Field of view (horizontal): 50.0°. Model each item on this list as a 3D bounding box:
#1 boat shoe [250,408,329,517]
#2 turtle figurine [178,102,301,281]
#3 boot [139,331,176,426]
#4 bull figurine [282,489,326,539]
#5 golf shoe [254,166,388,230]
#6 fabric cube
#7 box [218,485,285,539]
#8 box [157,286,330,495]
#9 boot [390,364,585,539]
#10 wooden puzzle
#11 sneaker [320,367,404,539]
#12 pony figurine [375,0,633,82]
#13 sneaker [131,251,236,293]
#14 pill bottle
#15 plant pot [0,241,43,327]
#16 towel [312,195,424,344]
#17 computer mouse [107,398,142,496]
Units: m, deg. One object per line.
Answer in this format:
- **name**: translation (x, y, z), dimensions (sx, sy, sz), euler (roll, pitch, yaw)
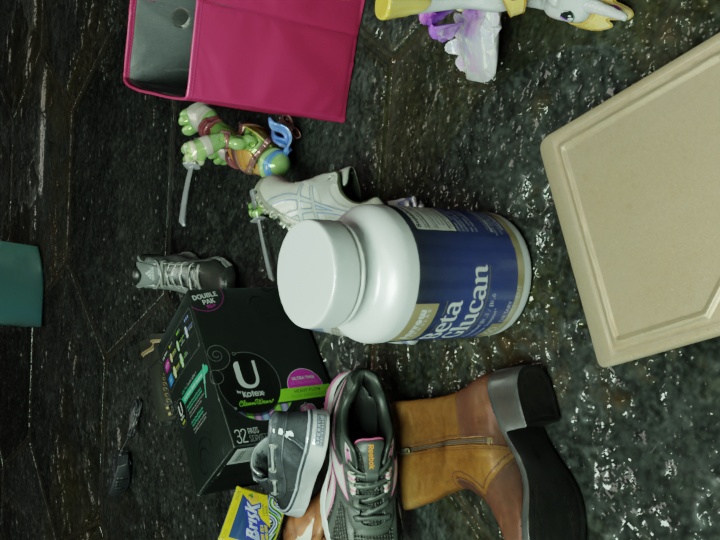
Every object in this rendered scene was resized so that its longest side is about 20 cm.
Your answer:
- **boat shoe**: translation (-0.078, 0.195, 0.780), dimensions (0.200, 0.067, 0.072), euler (109, 167, -56)
- **turtle figurine**: translation (-0.175, -0.122, 0.973), dimensions (0.194, 0.143, 0.201), euler (43, 120, 49)
- **boot**: translation (-0.280, 0.163, 1.180), dimensions (0.200, 0.077, 0.140), euler (151, 109, -64)
- **bull figurine**: translation (-0.036, 0.275, 0.828), dimensions (0.200, 0.065, 0.122), euler (-54, 10, 48)
- **golf shoe**: translation (-0.037, -0.071, 0.821), dimensions (0.200, 0.078, 0.098), euler (39, 104, 41)
- **fabric cube**: translation (-0.133, -0.285, 0.870), dimensions (0.196, 0.198, 0.202), euler (25, 110, 50)
- **box**: translation (-0.133, 0.341, 0.913), dimensions (0.070, 0.064, 0.201), euler (-74, -2, -47)
- **box**: translation (-0.133, 0.134, 0.906), dimensions (0.125, 0.148, 0.201), euler (-53, 50, 40)
- **boot**: translation (0.090, 0.192, 0.673), dimensions (0.200, 0.068, 0.190), euler (-31, 65, 50)
- **wooden puzzle**: translation (0.218, -0.044, 0.533), dimensions (0.200, 0.037, 0.187), euler (-32, 65, 54)
- **sneaker**: translation (0.001, 0.186, 0.725), dimensions (0.086, 0.080, 0.202), euler (115, 146, -67)
- **pony figurine**: translation (0.089, -0.225, 0.607), dimensions (0.193, 0.198, 0.168), euler (-125, 41, -59)
- **sneaker**: translation (-0.267, 0.013, 1.116), dimensions (0.199, 0.115, 0.076), euler (9, 97, 53)
- **pill bottle**: translation (0.037, 0.003, 0.635), dimensions (0.111, 0.199, 0.112), euler (0, 90, 53)
- **plant pot**: translation (-0.873, 0.034, 1.922), dimensions (0.141, 0.140, 0.202), euler (-6, 78, 53)
- **towel**: translation (0.000, 0.000, 0.833), dimensions (0.199, 0.024, 0.148), euler (1, 90, 54)
- **computer mouse**: translation (-0.419, 0.323, 1.398), dimensions (0.201, 0.034, 0.059), euler (-69, 25, 18)
